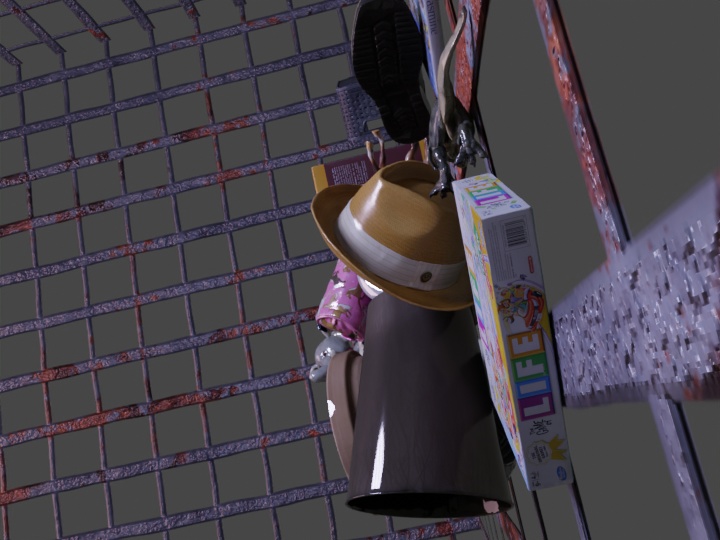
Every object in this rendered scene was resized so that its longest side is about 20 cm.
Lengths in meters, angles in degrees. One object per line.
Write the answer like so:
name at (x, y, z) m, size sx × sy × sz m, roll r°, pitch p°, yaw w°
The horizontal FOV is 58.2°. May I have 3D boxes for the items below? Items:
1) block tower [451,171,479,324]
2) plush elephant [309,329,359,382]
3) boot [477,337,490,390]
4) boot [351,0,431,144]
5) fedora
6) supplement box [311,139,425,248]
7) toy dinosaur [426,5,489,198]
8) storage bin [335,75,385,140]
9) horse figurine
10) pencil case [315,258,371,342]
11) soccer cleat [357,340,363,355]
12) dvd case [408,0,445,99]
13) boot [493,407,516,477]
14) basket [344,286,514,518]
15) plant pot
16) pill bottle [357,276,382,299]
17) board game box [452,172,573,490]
block tower at (0.106, -0.031, 0.769) m, size 0.058 × 0.053 × 0.202 m, roll 74°, pitch -175°, yaw -51°
plush elephant at (-0.021, 0.168, 1.136) m, size 0.200 × 0.152 × 0.167 m, roll -65°, pitch -19°, yaw -65°
boot at (0.103, 0.137, 0.853) m, size 0.200 × 0.142 × 0.074 m, roll 32°, pitch -135°, yaw -86°
boot at (0.029, -0.259, 0.726) m, size 0.201 × 0.076 × 0.140 m, roll 71°, pitch -168°, yaw -59°
fedora at (0.053, -0.050, 0.626) m, size 0.202 × 0.198 × 0.082 m, roll -97°, pitch 30°, yaw -53°
supplement box at (0.034, -0.128, 1.115) m, size 0.197 × 0.197 × 0.135 m, roll -56°, pitch -47°, yaw -85°
toy dinosaur at (0.079, -0.119, 0.555) m, size 0.200 × 0.047 × 0.090 m, roll 77°, pitch -171°, yaw -71°
storage bin at (0.030, -0.313, 1.190) m, size 0.200 × 0.133 × 0.095 m, roll -92°, pitch -12°, yaw -70°
horse figurine at (0.057, -0.137, 0.888) m, size 0.199 × 0.049 × 0.134 m, roll -36°, pitch -53°, yaw -40°
pencil case at (0.000, 0.000, 0.951) m, size 0.086 × 0.082 × 0.203 m, roll -20°, pitch 48°, yaw 59°
soccer cleat at (0.024, 0.145, 0.965) m, size 0.069 × 0.077 × 0.203 m, roll -36°, pitch 70°, yaw 61°
dvd case at (0.059, -0.295, 0.649) m, size 0.144 × 0.017 × 0.202 m, roll -97°, pitch -7°, yaw -50°
boot at (0.124, 0.189, 0.791) m, size 0.165 × 0.065 × 0.201 m, roll 46°, pitch 171°, yaw 25°
basket at (0.065, 0.128, 0.641) m, size 0.179 × 0.135 × 0.203 m, roll 23°, pitch -126°, yaw -37°
plant pot at (0.037, 0.189, 0.806) m, size 0.201 × 0.091 × 0.204 m, roll -20°, pitch -90°, yaw -77°
pill bottle at (0.083, 0.018, 0.909) m, size 0.200 × 0.111 × 0.114 m, roll 36°, pitch -142°, yaw -55°
board game box at (0.112, 0.039, 0.489) m, size 0.135 × 0.034 × 0.203 m, roll -88°, pitch -14°, yaw -73°
